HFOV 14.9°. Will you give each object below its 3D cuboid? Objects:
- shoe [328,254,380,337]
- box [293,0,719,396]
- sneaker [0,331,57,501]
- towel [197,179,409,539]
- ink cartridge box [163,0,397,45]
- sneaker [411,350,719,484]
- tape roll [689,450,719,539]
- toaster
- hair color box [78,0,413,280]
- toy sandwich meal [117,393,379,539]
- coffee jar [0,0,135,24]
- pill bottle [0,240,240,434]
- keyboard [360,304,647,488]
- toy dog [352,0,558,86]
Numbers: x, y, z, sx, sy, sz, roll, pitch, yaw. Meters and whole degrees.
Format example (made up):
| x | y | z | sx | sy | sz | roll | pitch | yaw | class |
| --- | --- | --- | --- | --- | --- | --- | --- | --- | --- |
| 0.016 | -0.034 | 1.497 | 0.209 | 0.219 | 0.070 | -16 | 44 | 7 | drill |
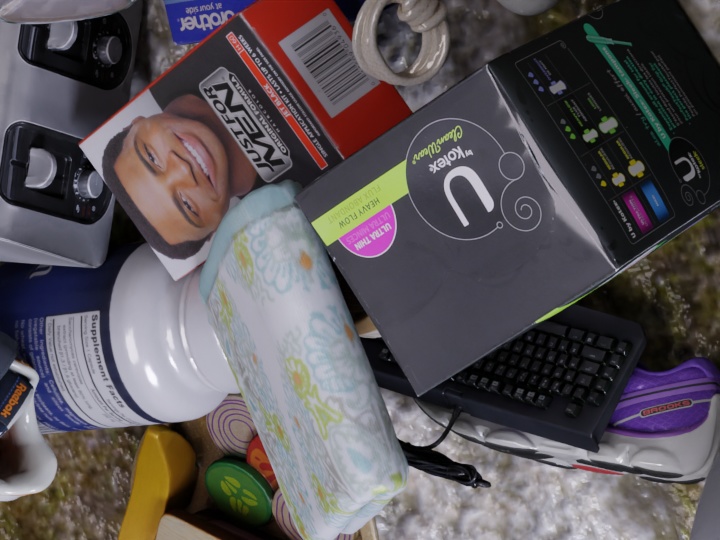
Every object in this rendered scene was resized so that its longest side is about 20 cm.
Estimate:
| x | y | z | sx | sy | sz | roll | pitch | yaw | class |
| --- | --- | --- | --- | --- | --- | --- | --- | --- | --- |
| 0.000 | 0.000 | 1.536 | 0.200 | 0.053 | 0.070 | -166 | 85 | -71 | shoe |
| 0.094 | -0.046 | 1.429 | 0.148 | 0.200 | 0.124 | -34 | 88 | 37 | box |
| -0.240 | 0.055 | 1.609 | 0.079 | 0.078 | 0.200 | 2 | 135 | 36 | sneaker |
| -0.030 | 0.054 | 1.477 | 0.200 | 0.048 | 0.171 | 121 | 126 | -74 | towel |
| -0.049 | -0.205 | 1.542 | 0.136 | 0.076 | 0.200 | -6 | 106 | 34 | ink cartridge box |
| 0.120 | 0.069 | 1.548 | 0.200 | 0.081 | 0.084 | 7 | 80 | 36 | sneaker |
| 0.239 | 0.174 | 1.418 | 0.066 | 0.200 | 0.201 | -1 | 107 | 34 | tape roll |
| -0.242 | -0.103 | 1.641 | 0.200 | 0.119 | 0.181 | 5 | 83 | 29 | toaster |
| -0.066 | -0.077 | 1.521 | 0.102 | 0.061 | 0.200 | 54 | 144 | -2 | hair color box |
| -0.079 | 0.172 | 1.702 | 0.205 | 0.070 | 0.205 | 12 | 114 | 29 | toy sandwich meal |
| -0.188 | -0.233 | 1.552 | 0.085 | 0.104 | 0.200 | 102 | 152 | -45 | coffee jar |
| -0.141 | 0.039 | 1.667 | 0.200 | 0.111 | 0.111 | -7 | 104 | 34 | pill bottle |
| 0.058 | 0.064 | 1.537 | 0.200 | 0.021 | 0.127 | 14 | 73 | 43 | keyboard |
| 0.015 | -0.207 | 1.445 | 0.132 | 0.096 | 0.200 | -32 | 116 | 2 | toy dog |
